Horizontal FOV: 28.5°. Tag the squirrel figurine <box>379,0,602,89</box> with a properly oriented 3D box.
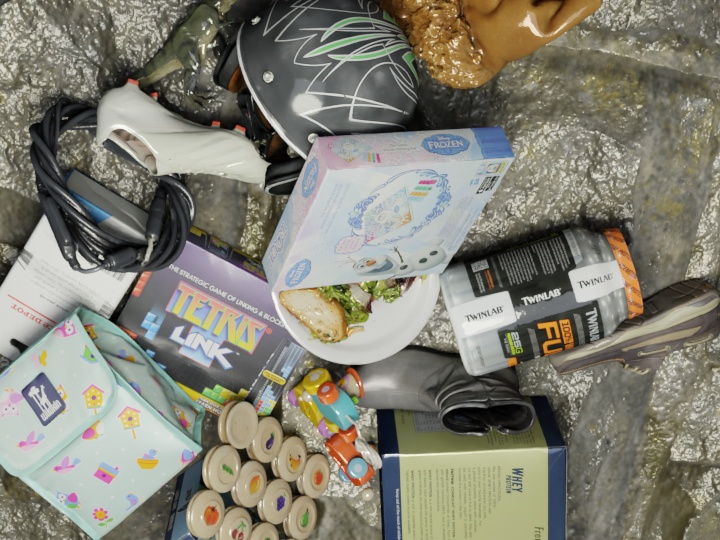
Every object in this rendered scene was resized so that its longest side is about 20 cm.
[{"bbox_3d":[0.107,-0.290,1.394,0.199,0.142,0.187,-34,100,7],"label":"squirrel figurine"}]

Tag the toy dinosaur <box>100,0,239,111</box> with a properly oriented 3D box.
[{"bbox_3d":[-0.166,-0.220,1.457,0.200,0.048,0.088,-41,101,15],"label":"toy dinosaur"}]

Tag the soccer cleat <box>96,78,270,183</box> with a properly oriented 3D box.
[{"bbox_3d":[-0.179,-0.122,1.453,0.199,0.069,0.078,23,64,-22],"label":"soccer cleat"}]

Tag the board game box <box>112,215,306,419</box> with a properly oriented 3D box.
[{"bbox_3d":[-0.159,0.061,1.543,0.199,0.057,0.166,27,107,-10],"label":"board game box"}]

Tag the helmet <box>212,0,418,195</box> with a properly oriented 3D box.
[{"bbox_3d":[-0.039,-0.178,1.371,0.199,0.201,0.191,31,148,-11],"label":"helmet"}]

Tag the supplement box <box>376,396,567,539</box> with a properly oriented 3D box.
[{"bbox_3d":[0.122,0.260,1.576,0.197,0.134,0.202,-3,109,-1],"label":"supplement box"}]

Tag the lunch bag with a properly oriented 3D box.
[{"bbox_3d":[-0.286,0.154,1.482,0.170,0.122,0.200,-39,113,13],"label":"lunch bag"}]

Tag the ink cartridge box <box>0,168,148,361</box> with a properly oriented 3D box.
[{"bbox_3d":[-0.312,0.010,1.512,0.115,0.068,0.201,32,107,-11],"label":"ink cartridge box"}]

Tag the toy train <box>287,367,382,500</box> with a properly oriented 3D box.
[{"bbox_3d":[-0.011,0.169,1.543,0.055,0.200,0.151,-38,83,-17],"label":"toy train"}]

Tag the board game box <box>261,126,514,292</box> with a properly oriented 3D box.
[{"bbox_3d":[0.023,-0.058,1.382,0.197,0.044,0.201,-7,149,-26],"label":"board game box"}]

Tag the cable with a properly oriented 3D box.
[{"bbox_3d":[-0.253,-0.093,1.442,0.162,0.051,0.201,-16,73,-35],"label":"cable"}]

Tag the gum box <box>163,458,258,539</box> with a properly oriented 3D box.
[{"bbox_3d":[-0.134,0.328,1.573,0.044,0.170,0.200,-36,106,11],"label":"gum box"}]

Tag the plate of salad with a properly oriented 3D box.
[{"bbox_3d":[0.000,0.000,1.502,0.198,0.048,0.202,-1,92,-21],"label":"plate of salad"}]

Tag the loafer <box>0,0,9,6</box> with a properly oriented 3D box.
[{"bbox_3d":[-0.391,-0.283,1.411,0.199,0.072,0.073,-38,105,10],"label":"loafer"}]

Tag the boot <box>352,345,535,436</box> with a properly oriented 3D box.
[{"bbox_3d":[0.083,0.134,1.534,0.198,0.132,0.071,-7,110,1],"label":"boot"}]

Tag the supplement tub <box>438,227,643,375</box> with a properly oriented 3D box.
[{"bbox_3d":[0.191,0.028,1.507,0.198,0.123,0.124,-17,108,4],"label":"supplement tub"}]

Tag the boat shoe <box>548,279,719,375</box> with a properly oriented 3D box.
[{"bbox_3d":[0.306,0.080,1.554,0.198,0.075,0.074,-21,108,6],"label":"boat shoe"}]

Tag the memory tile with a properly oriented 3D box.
[{"bbox_3d":[-0.105,0.242,1.540,0.017,0.155,0.200,2,153,38],"label":"memory tile"}]
